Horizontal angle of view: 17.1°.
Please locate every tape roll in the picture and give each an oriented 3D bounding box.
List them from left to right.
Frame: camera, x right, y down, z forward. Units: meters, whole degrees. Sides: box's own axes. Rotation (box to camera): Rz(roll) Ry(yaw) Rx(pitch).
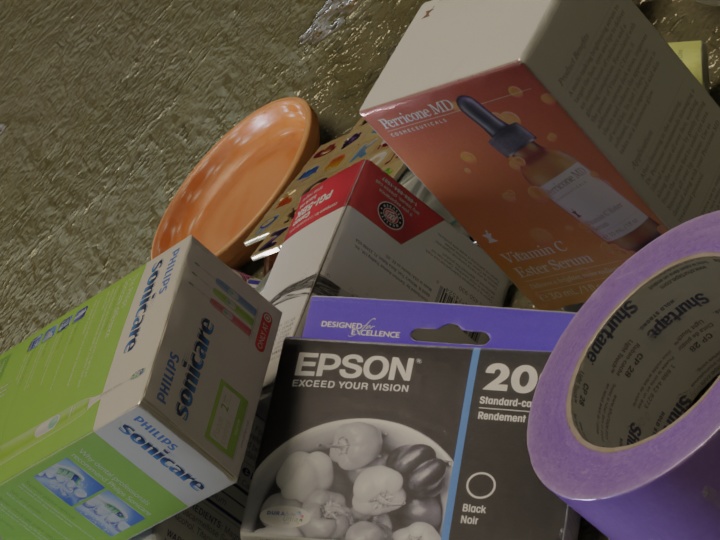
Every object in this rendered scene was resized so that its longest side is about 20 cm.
[{"bbox_3d":[0.195,0.068,1.360,0.200,0.085,0.200,-39,26,23],"label":"tape roll"}]

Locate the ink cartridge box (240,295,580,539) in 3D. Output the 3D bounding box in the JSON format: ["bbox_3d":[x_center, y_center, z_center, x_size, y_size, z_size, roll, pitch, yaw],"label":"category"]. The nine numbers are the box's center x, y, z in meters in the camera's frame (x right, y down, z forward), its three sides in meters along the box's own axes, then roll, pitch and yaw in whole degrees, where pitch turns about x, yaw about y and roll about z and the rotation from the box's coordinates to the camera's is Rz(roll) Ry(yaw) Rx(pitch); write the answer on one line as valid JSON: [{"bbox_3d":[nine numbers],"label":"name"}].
[{"bbox_3d":[0.042,0.092,1.473,0.198,0.043,0.200,3,55,12],"label":"ink cartridge box"}]

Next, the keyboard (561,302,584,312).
[{"bbox_3d":[0.167,0.025,1.560,0.056,0.011,0.200,-52,24,9],"label":"keyboard"}]

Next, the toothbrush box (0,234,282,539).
[{"bbox_3d":[-0.157,0.091,1.478,0.200,0.086,0.146,-32,30,34],"label":"toothbrush box"}]

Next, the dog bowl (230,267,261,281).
[{"bbox_3d":[-0.161,0.070,1.971,0.200,0.074,0.200,-39,27,24],"label":"dog bowl"}]

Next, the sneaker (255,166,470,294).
[{"bbox_3d":[0.000,0.000,1.750,0.200,0.080,0.070,-38,17,-6],"label":"sneaker"}]

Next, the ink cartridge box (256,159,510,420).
[{"bbox_3d":[0.003,0.050,1.630,0.083,0.147,0.200,-27,32,47],"label":"ink cartridge box"}]

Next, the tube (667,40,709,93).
[{"bbox_3d":[0.138,-0.123,1.643,0.200,0.052,0.058,-3,22,13],"label":"tube"}]

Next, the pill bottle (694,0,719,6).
[{"bbox_3d":[0.252,-0.275,1.710,0.112,0.112,0.200,-37,28,27],"label":"pill bottle"}]

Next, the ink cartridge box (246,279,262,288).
[{"bbox_3d":[-0.061,0.097,1.743,0.099,0.039,0.200,8,51,13],"label":"ink cartridge box"}]

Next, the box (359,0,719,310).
[{"bbox_3d":[0.129,-0.085,1.529,0.152,0.200,0.106,-14,38,48],"label":"box"}]

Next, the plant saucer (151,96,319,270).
[{"bbox_3d":[-0.103,-0.064,2.100,0.200,0.037,0.200,-38,27,24],"label":"plant saucer"}]

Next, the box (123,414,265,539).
[{"bbox_3d":[-0.087,0.208,1.520,0.105,0.184,0.200,-28,32,42],"label":"box"}]

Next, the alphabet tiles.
[{"bbox_3d":[-0.004,-0.080,1.824,0.166,0.006,0.200,-22,23,44],"label":"alphabet tiles"}]

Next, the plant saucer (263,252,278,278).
[{"bbox_3d":[-0.015,-0.032,1.881,0.200,0.034,0.200,-39,34,33],"label":"plant saucer"}]
